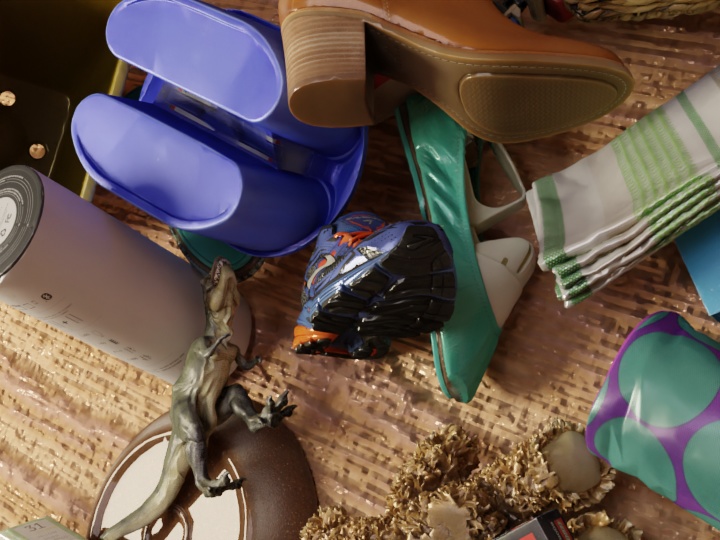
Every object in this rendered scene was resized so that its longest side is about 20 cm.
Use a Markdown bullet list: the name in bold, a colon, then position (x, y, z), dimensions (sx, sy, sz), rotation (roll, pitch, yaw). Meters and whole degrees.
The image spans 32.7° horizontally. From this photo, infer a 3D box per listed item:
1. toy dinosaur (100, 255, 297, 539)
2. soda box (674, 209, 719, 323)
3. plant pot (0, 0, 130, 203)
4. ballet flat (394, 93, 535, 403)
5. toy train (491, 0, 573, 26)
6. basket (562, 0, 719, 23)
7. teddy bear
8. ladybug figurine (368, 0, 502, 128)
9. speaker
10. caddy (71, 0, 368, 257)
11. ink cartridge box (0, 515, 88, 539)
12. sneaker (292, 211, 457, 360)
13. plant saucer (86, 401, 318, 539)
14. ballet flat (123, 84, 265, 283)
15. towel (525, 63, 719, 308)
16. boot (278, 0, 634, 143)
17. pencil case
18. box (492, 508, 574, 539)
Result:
- **toy dinosaur**: position (-0.096, 0.096, 0.775), dimensions (0.088, 0.047, 0.201), rotation (23, 92, 39)
- **soda box**: position (0.256, -0.043, 0.603), dimensions (0.199, 0.064, 0.068), rotation (-32, 56, 22)
- **plant pot**: position (-0.280, -0.124, 0.928), dimensions (0.200, 0.194, 0.196), rotation (145, 140, -75)
- **ballet flat**: position (0.068, -0.024, 0.735), dimensions (0.070, 0.067, 0.201), rotation (-13, 66, 13)
- **toy train**: position (0.121, -0.176, 0.746), dimensions (0.200, 0.034, 0.046), rotation (-45, 68, -5)
- **basket**: position (0.180, -0.235, 0.647), dimensions (0.199, 0.149, 0.144), rotation (-17, 61, 9)
- **teddy bear**: position (0.059, 0.157, 0.675), dimensions (0.200, 0.067, 0.145), rotation (-41, 71, 15)
- **ladybug figurine**: position (0.015, -0.172, 0.809), dimensions (0.200, 0.072, 0.136), rotation (-44, 38, 16)
- **speaker**: position (-0.160, 0.012, 0.796), dimensions (0.081, 0.200, 0.082), rotation (-18, 57, 30)
- **caddy**: position (-0.086, -0.093, 0.780), dimensions (0.199, 0.105, 0.142), rotation (29, 101, 34)
- **ink cartridge box**: position (-0.230, 0.235, 0.824), dimensions (0.199, 0.048, 0.147), rotation (17, 108, 39)
- **sneaker**: position (0.000, 0.000, 0.706), dimensions (0.200, 0.075, 0.079), rotation (145, 127, -68)
- **plant saucer**: position (-0.117, 0.177, 0.808), dimensions (0.199, 0.037, 0.202), rotation (-15, 64, 32)
- **ballet flat**: position (-0.109, -0.055, 0.872), dimensions (0.074, 0.074, 0.201), rotation (-43, 54, 15)
- **towel**: position (0.174, -0.072, 0.643), dimensions (0.200, 0.031, 0.149), rotation (-36, 17, 16)
- **boot**: position (0.053, -0.157, 0.700), dimensions (0.198, 0.074, 0.156), rotation (3, 61, -3)
- **pencil case**: position (0.206, 0.092, 0.574), dimensions (0.199, 0.092, 0.086), rotation (28, 125, 37)
- **box**: position (0.084, 0.238, 0.598), dimensions (0.136, 0.038, 0.201), rotation (-34, 74, 21)
